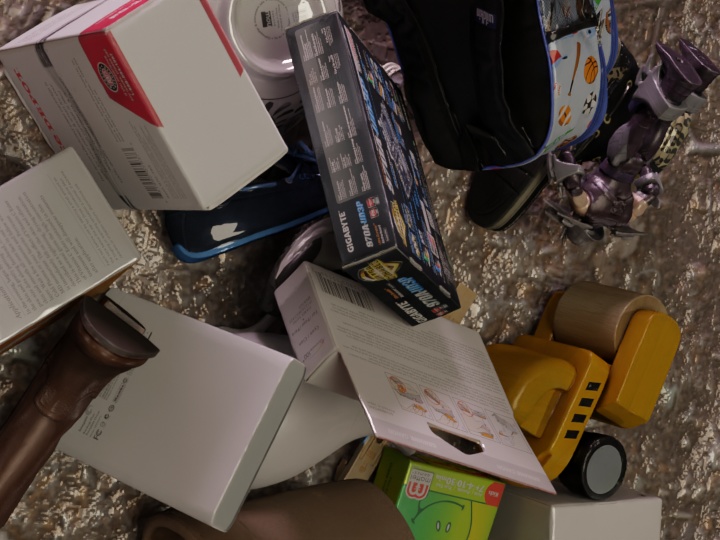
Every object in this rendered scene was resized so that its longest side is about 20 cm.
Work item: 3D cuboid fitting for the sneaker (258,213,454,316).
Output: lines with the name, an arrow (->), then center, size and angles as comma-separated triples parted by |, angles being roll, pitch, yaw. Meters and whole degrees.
sneaker -> 0.000, 0.000, 1.406 | 0.200, 0.079, 0.074 | -18, 145, -44

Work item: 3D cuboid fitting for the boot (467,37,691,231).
boot -> 0.198, -0.101, 1.548 | 0.154, 0.073, 0.204 | 29, 96, -42

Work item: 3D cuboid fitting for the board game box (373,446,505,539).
board game box -> 0.042, 0.260, 1.496 | 0.101, 0.048, 0.201 | 16, 93, -30

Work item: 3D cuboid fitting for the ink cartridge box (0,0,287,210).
ink cartridge box -> -0.162, -0.123, 1.274 | 0.083, 0.200, 0.146 | -38, 111, -25

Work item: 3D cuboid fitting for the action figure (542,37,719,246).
action figure -> 0.226, -0.098, 1.480 | 0.130, 0.069, 0.200 | 1, 129, -47

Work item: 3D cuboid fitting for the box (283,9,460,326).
box -> 0.011, -0.074, 1.318 | 0.159, 0.046, 0.201 | 40, 33, -64

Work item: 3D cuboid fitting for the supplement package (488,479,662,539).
supplement package -> 0.179, 0.290, 1.545 | 0.121, 0.120, 0.201 | 1, 94, -28

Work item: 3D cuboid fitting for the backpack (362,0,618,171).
backpack -> 0.111, -0.178, 1.383 | 0.154, 0.200, 0.191 | -13, 100, -38

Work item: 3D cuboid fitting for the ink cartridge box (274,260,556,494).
ink cartridge box -> 0.040, 0.093, 1.328 | 0.200, 0.177, 0.045 | 23, 122, -40

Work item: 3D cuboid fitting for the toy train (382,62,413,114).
toy train -> 0.088, -0.203, 1.493 | 0.150, 0.056, 0.200 | 36, 76, -22

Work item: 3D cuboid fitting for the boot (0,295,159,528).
boot -> -0.229, 0.113, 1.252 | 0.064, 0.186, 0.200 | 39, 88, -3

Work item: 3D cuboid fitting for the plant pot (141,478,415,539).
plant pot -> -0.051, 0.247, 1.372 | 0.174, 0.200, 0.201 | -25, 106, -28

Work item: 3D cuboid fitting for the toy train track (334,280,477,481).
toy train track -> 0.034, 0.097, 1.501 | 0.115, 0.032, 0.200 | 34, 83, -34

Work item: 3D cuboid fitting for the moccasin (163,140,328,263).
moccasin -> -0.063, -0.067, 1.402 | 0.199, 0.080, 0.068 | -21, 91, -30

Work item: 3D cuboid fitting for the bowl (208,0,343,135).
bowl -> -0.084, -0.193, 1.371 | 0.200, 0.094, 0.202 | -3, 97, -29

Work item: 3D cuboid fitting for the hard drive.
hard drive -> -0.144, 0.099, 1.305 | 0.027, 0.200, 0.132 | 37, 76, -49

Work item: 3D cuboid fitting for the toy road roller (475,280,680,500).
toy road roller -> 0.167, 0.091, 1.507 | 0.146, 0.123, 0.201 | 33, 77, -38

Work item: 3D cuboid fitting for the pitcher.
pitcher -> -0.067, 0.085, 1.402 | 0.199, 0.121, 0.172 | -8, 61, -24

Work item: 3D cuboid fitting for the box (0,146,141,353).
box -> -0.275, 0.012, 1.253 | 0.200, 0.124, 0.098 | -33, 92, -22
